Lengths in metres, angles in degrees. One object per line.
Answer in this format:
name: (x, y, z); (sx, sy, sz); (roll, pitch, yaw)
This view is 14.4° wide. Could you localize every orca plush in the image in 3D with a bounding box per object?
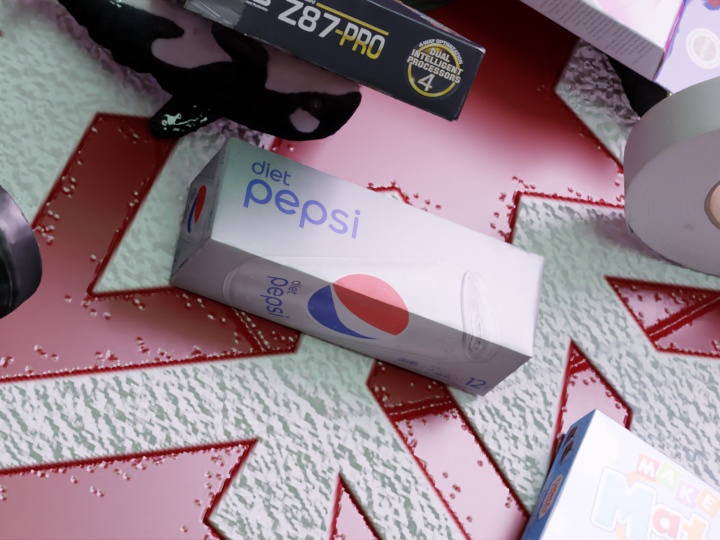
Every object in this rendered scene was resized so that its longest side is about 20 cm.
orca plush: (-0.102, -0.108, 1.568); (0.199, 0.105, 0.071); (23, 90, -23)

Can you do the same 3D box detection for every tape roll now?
tape roll: (0.250, -0.053, 1.646); (0.202, 0.203, 0.037); (14, 61, -21)

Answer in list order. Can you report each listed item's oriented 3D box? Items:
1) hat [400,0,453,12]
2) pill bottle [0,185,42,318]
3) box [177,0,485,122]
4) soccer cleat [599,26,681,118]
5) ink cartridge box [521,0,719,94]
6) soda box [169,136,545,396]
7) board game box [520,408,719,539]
hat: (0.017, -0.259, 1.695); (0.199, 0.081, 0.202); (11, 62, -22)
pill bottle: (-0.253, 0.031, 1.394); (0.112, 0.112, 0.200); (49, 54, 1)
box: (-0.032, -0.145, 1.555); (0.160, 0.200, 0.049); (21, 98, -15)
soccer cleat: (0.141, -0.180, 1.740); (0.080, 0.068, 0.201); (-14, 78, -4)
ink cartridge box: (0.166, -0.223, 1.699); (0.199, 0.043, 0.197); (29, 61, -12)
soda box: (0.000, 0.000, 1.571); (0.199, 0.063, 0.069); (21, 59, -17)
board game box: (0.149, 0.197, 1.569); (0.151, 0.037, 0.201); (33, 55, -9)
